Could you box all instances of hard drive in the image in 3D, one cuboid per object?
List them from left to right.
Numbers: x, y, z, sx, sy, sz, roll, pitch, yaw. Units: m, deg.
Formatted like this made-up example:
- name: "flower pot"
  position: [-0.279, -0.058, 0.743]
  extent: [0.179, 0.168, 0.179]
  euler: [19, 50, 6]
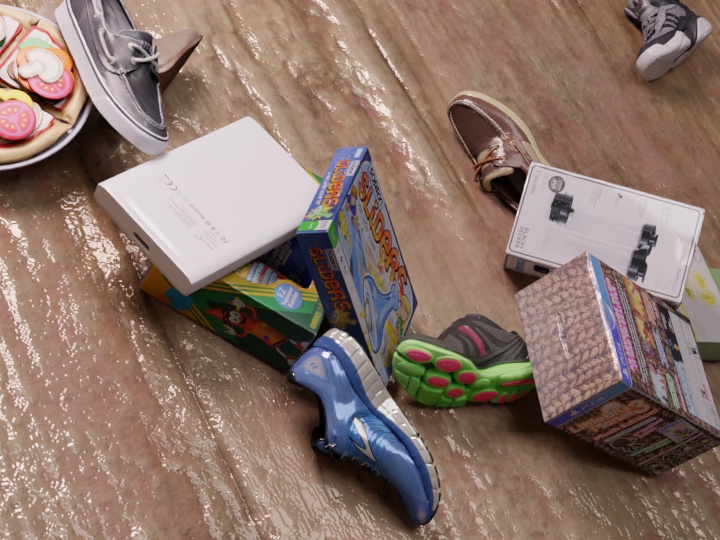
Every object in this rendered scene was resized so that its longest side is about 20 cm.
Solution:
- name: "hard drive"
  position: [-0.134, -0.065, 1.433]
  extent: [0.132, 0.027, 0.200]
  euler: [46, 46, 14]

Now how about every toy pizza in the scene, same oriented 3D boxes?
- name: "toy pizza"
  position: [-0.352, -0.181, 1.437]
  extent: [0.200, 0.032, 0.200]
  euler: [5, 58, -9]

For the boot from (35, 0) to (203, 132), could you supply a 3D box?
- name: "boot"
  position: [-0.264, -0.225, 1.554]
  extent: [0.146, 0.070, 0.200]
  euler: [34, 42, -3]

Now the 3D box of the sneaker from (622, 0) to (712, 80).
- name: "sneaker"
  position: [0.405, -0.335, 2.106]
  extent: [0.114, 0.076, 0.200]
  euler: [47, 37, 9]

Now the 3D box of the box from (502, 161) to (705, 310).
- name: "box"
  position: [0.268, -0.034, 1.685]
  extent: [0.200, 0.060, 0.117]
  euler: [15, 74, 6]

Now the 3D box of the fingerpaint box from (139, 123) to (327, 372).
- name: "fingerpaint box"
  position: [-0.100, -0.026, 1.494]
  extent: [0.167, 0.073, 0.200]
  euler: [31, 43, -8]

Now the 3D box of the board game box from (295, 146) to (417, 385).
- name: "board game box"
  position: [0.000, 0.000, 1.476]
  extent: [0.135, 0.034, 0.200]
  euler: [-67, 147, -46]

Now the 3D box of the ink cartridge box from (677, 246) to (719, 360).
- name: "ink cartridge box"
  position: [0.415, 0.039, 1.818]
  extent: [0.200, 0.048, 0.146]
  euler: [3, 53, -30]

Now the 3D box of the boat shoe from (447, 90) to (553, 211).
- name: "boat shoe"
  position: [0.167, -0.123, 1.766]
  extent: [0.200, 0.072, 0.072]
  euler: [51, 42, 3]

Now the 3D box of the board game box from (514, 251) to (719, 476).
- name: "board game box"
  position: [0.271, 0.101, 1.584]
  extent: [0.200, 0.097, 0.160]
  euler: [29, 39, -40]

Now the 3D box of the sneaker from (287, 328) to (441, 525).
- name: "sneaker"
  position: [0.001, 0.157, 1.421]
  extent: [0.089, 0.079, 0.200]
  euler: [-35, 91, -10]

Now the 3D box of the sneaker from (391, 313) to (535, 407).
- name: "sneaker"
  position: [0.101, 0.088, 1.544]
  extent: [0.200, 0.077, 0.084]
  euler: [10, 43, -44]

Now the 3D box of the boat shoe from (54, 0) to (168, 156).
- name: "boat shoe"
  position: [-0.224, -0.200, 1.453]
  extent: [0.072, 0.068, 0.200]
  euler: [20, 35, -54]
